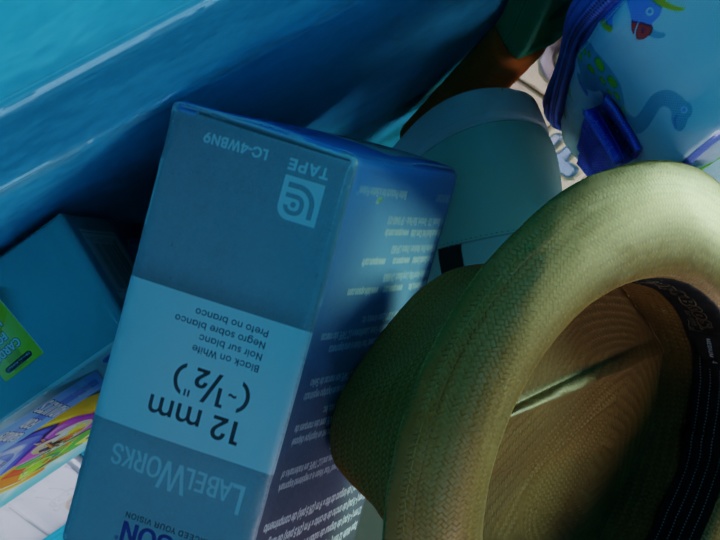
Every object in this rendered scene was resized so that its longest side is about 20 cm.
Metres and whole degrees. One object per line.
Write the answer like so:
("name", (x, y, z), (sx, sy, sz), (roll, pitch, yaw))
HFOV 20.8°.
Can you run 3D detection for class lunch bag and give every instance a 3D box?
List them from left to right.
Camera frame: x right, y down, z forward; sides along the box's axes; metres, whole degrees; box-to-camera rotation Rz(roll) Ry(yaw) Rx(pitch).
("lunch bag", (0.141, -0.087, 0.682), (0.160, 0.083, 0.200), (-35, 172, -1))

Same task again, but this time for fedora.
("fedora", (0.054, 0.052, 0.621), (0.081, 0.203, 0.200), (15, -151, 39))

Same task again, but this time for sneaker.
("sneaker", (0.018, 0.033, 0.761), (0.073, 0.119, 0.201), (2, 149, -28))

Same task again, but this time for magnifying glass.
("magnifying glass", (0.069, -0.095, 0.705), (0.079, 0.023, 0.200), (-27, 171, -37))

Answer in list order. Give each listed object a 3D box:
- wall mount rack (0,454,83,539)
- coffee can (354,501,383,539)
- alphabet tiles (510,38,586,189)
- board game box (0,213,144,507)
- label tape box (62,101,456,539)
("wall mount rack", (-0.179, 0.119, 0.865), (0.199, 0.075, 0.174), (-35, 137, 7))
("coffee can", (-0.034, 0.127, 0.965), (0.146, 0.148, 0.199), (-27, -168, -35))
("alphabet tiles", (0.117, -0.029, 0.845), (0.199, 0.006, 0.166), (29, 115, -36))
("board game box", (-0.144, 0.057, 0.688), (0.199, 0.047, 0.151), (-35, 172, 10))
("label tape box", (-0.036, 0.053, 0.636), (0.143, 0.066, 0.202), (-4, 112, -75))
